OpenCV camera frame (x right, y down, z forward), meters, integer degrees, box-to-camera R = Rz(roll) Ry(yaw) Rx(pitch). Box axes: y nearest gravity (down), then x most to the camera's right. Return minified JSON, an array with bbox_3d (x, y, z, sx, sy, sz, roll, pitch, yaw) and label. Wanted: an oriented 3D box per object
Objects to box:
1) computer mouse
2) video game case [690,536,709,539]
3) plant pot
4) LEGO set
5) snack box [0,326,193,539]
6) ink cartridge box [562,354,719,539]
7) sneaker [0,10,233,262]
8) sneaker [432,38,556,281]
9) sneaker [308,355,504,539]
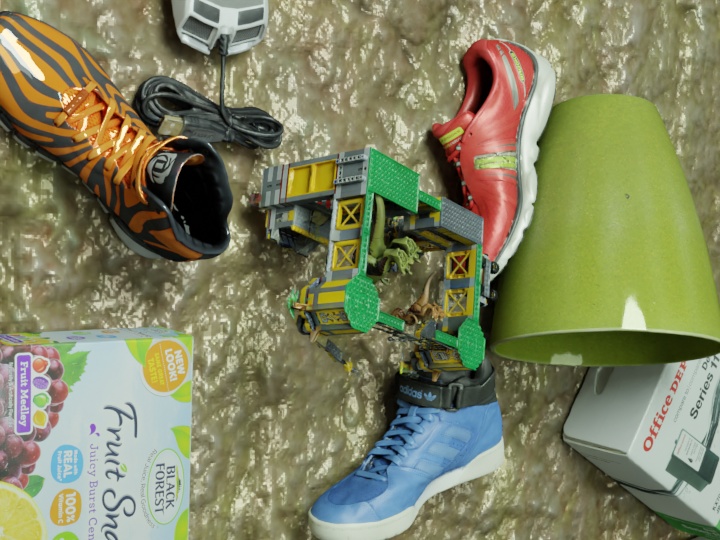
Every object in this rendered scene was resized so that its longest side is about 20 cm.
[{"bbox_3d":[-0.095,-0.186,0.796,0.109,0.044,0.202,1,99,-32],"label":"computer mouse"},{"bbox_3d":[0.297,0.368,1.150,0.199,0.023,0.184,-10,101,-34],"label":"video game case"},{"bbox_3d":[0.198,-0.034,0.958,0.186,0.187,0.202,10,75,-36],"label":"plant pot"},{"bbox_3d":[0.000,0.000,0.836,0.199,0.115,0.155,10,77,-51],"label":"LEGO set"},{"bbox_3d":[-0.182,0.142,0.756,0.141,0.053,0.202,-2,96,-37],"label":"snack box"},{"bbox_3d":[0.298,0.144,1.089,0.200,0.083,0.147,37,73,-32],"label":"ink cartridge box"},{"bbox_3d":[-0.146,-0.083,0.723,0.200,0.112,0.078,47,68,-30],"label":"sneaker"},{"bbox_3d":[0.092,-0.088,0.933,0.084,0.077,0.202,16,78,-25],"label":"sneaker"},{"bbox_3d":[0.035,0.124,0.896,0.199,0.076,0.112,-19,112,-38],"label":"sneaker"}]
